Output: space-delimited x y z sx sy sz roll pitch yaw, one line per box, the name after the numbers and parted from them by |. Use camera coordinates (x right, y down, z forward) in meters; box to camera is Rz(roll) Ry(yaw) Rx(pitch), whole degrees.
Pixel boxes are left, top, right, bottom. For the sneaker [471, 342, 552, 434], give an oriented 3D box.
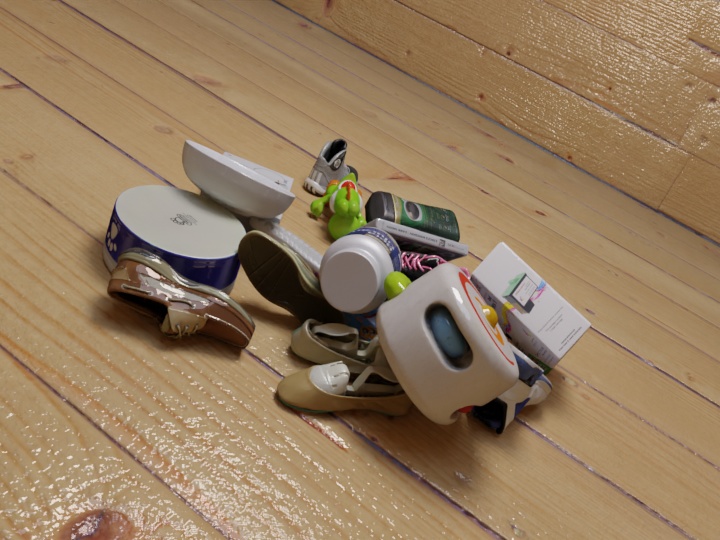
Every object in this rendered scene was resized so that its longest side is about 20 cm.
0.217 0.181 1.014 0.080 0.116 0.199 41 1 27 | sneaker

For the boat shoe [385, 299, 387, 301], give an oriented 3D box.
0.129 0.076 1.049 0.195 0.071 0.071 15 31 -19 | boat shoe

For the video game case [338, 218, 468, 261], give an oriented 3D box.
0.070 -0.042 1.219 0.178 0.024 0.199 14 -13 -20 | video game case

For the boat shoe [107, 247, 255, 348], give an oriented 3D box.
-0.234 0.052 0.873 0.197 0.076 0.075 30 52 -11 | boat shoe

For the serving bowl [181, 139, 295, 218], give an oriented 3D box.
-0.206 -0.137 1.102 0.197 0.067 0.200 28 5 -3 | serving bowl

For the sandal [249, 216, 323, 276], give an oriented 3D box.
-0.111 -0.024 1.138 0.201 0.050 0.082 37 12 20 | sandal

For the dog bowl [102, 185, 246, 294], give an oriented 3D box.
-0.269 -0.041 0.991 0.196 0.080 0.201 20 26 -10 | dog bowl

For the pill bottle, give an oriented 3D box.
0.000 0.000 0.996 0.109 0.113 0.200 26 12 4 | pill bottle

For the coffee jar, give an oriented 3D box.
0.103 -0.093 1.398 0.195 0.086 0.106 14 47 -23 | coffee jar

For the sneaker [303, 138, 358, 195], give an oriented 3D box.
-0.043 -0.238 1.508 0.074 0.117 0.199 31 27 15 | sneaker

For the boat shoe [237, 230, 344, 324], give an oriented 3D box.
-0.100 0.017 0.996 0.200 0.073 0.063 42 12 -18 | boat shoe

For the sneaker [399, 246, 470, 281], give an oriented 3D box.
0.096 -0.006 1.130 0.195 0.096 0.081 20 63 -8 | sneaker

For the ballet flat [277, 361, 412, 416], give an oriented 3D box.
-0.013 0.147 0.888 0.196 0.064 0.069 10 31 -28 | ballet flat

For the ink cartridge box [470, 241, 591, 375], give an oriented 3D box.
0.280 0.068 1.157 0.200 0.084 0.145 46 -8 18 | ink cartridge box

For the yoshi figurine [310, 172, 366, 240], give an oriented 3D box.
-0.036 -0.114 1.347 0.114 0.111 0.200 61 4 -14 | yoshi figurine

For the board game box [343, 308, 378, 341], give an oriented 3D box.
0.084 0.105 1.080 0.198 0.037 0.150 36 27 23 | board game box

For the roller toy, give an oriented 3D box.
0.120 0.093 0.887 0.201 0.138 0.184 49 17 -31 | roller toy

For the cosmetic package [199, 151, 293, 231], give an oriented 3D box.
-0.210 -0.143 1.264 0.147 0.053 0.201 18 27 -8 | cosmetic package

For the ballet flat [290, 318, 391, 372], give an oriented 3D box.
-0.001 0.116 0.954 0.195 0.071 0.070 19 26 -14 | ballet flat
